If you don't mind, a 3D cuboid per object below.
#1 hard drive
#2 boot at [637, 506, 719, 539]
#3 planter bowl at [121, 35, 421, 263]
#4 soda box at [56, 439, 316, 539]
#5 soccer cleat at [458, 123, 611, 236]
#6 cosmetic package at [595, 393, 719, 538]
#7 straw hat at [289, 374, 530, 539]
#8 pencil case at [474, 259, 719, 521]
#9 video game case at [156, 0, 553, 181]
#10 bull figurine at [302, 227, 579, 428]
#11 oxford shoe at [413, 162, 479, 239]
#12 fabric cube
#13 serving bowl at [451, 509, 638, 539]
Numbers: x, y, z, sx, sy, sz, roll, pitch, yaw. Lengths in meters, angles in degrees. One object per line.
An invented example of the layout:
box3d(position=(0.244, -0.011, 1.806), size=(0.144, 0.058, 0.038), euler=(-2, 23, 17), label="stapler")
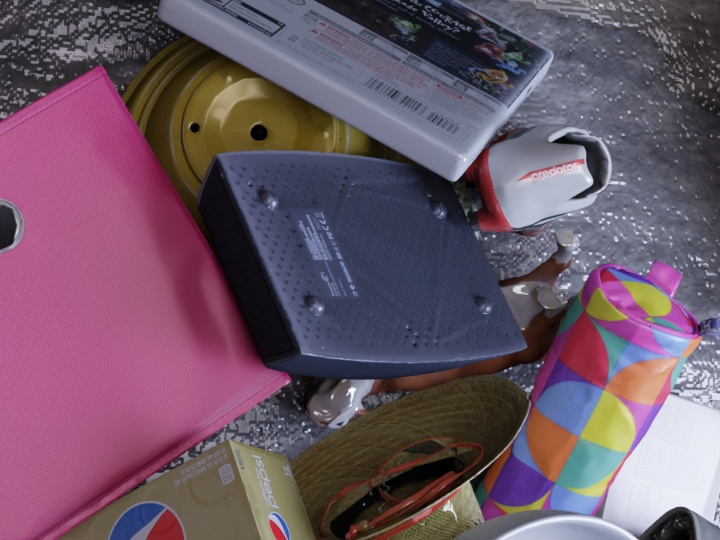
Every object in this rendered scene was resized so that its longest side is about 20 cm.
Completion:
box3d(position=(0.000, 0.000, 1.126), size=(0.200, 0.042, 0.135), euler=(1, 59, -50), label="hard drive")
box3d(position=(0.249, 0.187, 1.295), size=(0.200, 0.072, 0.182), euler=(31, 73, -37), label="boot")
box3d(position=(-0.060, -0.072, 1.215), size=(0.199, 0.083, 0.201), euler=(0, 76, 0), label="planter bowl")
box3d(position=(-0.123, 0.166, 1.077), size=(0.200, 0.064, 0.068), euler=(-29, 65, 19), label="soda box")
box3d(position=(0.115, -0.059, 1.250), size=(0.085, 0.200, 0.069), euler=(-14, 91, 14), label="soccer cleat")
box3d(position=(0.177, 0.179, 1.318), size=(0.082, 0.051, 0.201), euler=(20, 78, -20), label="cosmetic package")
box3d(position=(0.029, 0.145, 1.152), size=(0.201, 0.201, 0.085), euler=(-33, 104, -19), label="straw hat")
box3d(position=(0.139, 0.092, 1.254), size=(0.088, 0.088, 0.200), euler=(21, 112, -16), label="pencil case")
box3d(position=(0.002, -0.140, 1.218), size=(0.200, 0.023, 0.182), euler=(29, 33, 8), label="video game case")
box3d(position=(0.053, 0.038, 1.265), size=(0.199, 0.122, 0.065), euler=(-17, 68, -26), label="bull figurine")
box3d(position=(0.026, -0.091, 1.297), size=(0.075, 0.058, 0.201), euler=(-17, 75, -3), label="oxford shoe")
box3d(position=(-0.192, 0.034, 1.128), size=(0.196, 0.200, 0.200), euler=(-32, 95, -20), label="fabric cube")
box3d(position=(0.077, 0.220, 1.100), size=(0.199, 0.066, 0.201), euler=(-8, 106, -32), label="serving bowl")
